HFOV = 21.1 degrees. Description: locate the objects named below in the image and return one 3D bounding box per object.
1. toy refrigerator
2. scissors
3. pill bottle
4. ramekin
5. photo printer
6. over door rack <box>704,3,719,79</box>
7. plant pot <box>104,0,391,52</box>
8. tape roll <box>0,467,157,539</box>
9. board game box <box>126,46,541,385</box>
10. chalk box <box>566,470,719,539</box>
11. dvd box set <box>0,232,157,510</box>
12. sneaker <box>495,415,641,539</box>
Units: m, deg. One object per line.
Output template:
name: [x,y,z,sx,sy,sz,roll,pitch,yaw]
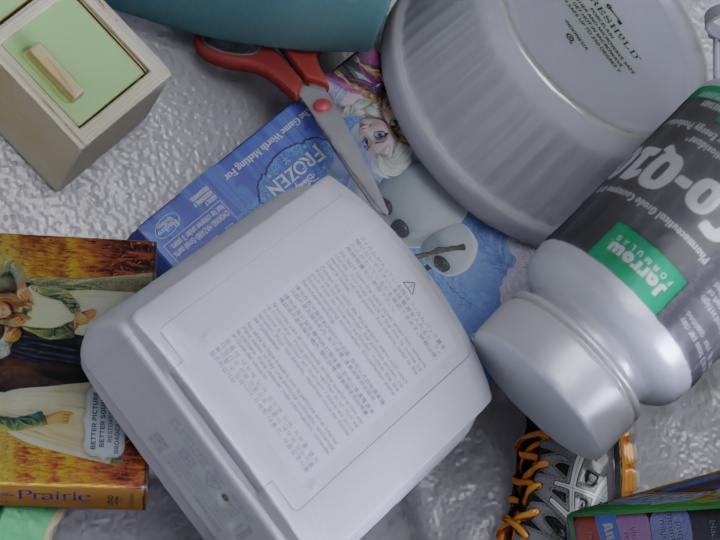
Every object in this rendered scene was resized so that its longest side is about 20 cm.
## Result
toy refrigerator: [-0.204,-0.150,1.072,0.200,0.070,0.076,47,60,0]
scissors: [-0.021,-0.103,1.107,0.073,0.014,0.200,-29,52,-24]
pill bottle: [0.162,0.000,1.047,0.113,0.113,0.200,45,78,0]
ramekin: [0.118,-0.120,1.149,0.201,0.094,0.204,18,52,-25]
photo printer: [-0.028,0.050,0.996,0.167,0.069,0.200,53,45,-2]
over door rack: [0.292,-0.069,1.207,0.199,0.066,0.149,24,61,-38]
plant pot: [-0.064,-0.215,1.094,0.199,0.141,0.142,22,63,-2]
tape roll: [-0.101,0.171,1.003,0.199,0.048,0.202,8,67,-19]
board game box: [0.000,0.000,1.111,0.199,0.043,0.200,48,60,0]
chalk box: [0.195,0.175,1.012,0.199,0.123,0.126,-7,87,-39]
dvd box set: [-0.205,0.047,0.984,0.198,0.029,0.147,4,60,-7]
sneaker: [0.113,0.137,1.087,0.077,0.078,0.202,-3,72,-18]
